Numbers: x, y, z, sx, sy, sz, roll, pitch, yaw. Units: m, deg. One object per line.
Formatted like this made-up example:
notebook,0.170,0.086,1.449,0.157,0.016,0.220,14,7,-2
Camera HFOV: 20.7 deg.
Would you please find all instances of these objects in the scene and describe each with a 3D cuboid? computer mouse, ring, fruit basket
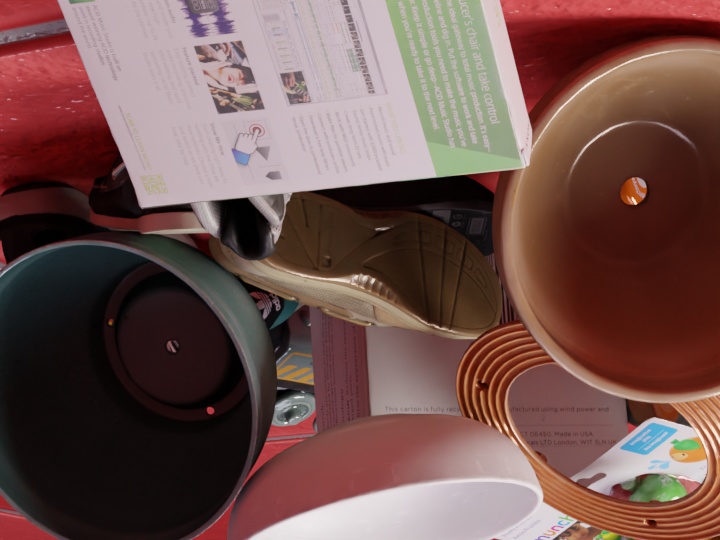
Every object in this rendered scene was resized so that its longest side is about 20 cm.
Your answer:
computer mouse,0.000,-0.055,1.249,0.200,0.046,0.141,-3,150,0
ring,0.152,0.096,1.206,0.200,0.019,0.201,19,142,16
fruit basket,0.221,0.169,1.324,0.200,0.094,0.185,13,143,-29

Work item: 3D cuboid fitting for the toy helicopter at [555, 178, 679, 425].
toy helicopter,0.155,0.024,1.234,0.079,0.132,0.200,-10,122,33

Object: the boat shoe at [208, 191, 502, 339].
boat shoe,0.000,0.000,1.235,0.200,0.072,0.065,16,159,-32

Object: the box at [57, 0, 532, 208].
box,-0.030,-0.102,0.919,0.200,0.036,0.145,-4,130,17

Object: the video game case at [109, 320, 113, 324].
video game case,-0.199,0.036,1.627,0.143,0.017,0.200,-11,163,35

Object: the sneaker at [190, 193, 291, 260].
sneaker,-0.045,-0.056,1.079,0.075,0.116,0.200,-10,162,33

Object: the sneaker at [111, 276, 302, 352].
sneaker,-0.129,0.035,1.470,0.200,0.071,0.080,-22,-170,39

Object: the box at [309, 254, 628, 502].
box,0.076,0.078,1.427,0.199,0.200,0.131,1,166,-17

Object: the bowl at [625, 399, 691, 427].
bowl,0.277,0.037,1.405,0.200,0.105,0.201,-11,-172,2

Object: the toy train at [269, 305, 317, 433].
toy train,-0.046,0.073,1.632,0.200,0.085,0.114,14,133,-40

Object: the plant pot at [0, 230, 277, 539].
plant pot,-0.137,0.061,1.249,0.200,0.201,0.134,-6,-167,19

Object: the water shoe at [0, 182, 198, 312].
water shoe,-0.183,-0.001,1.360,0.071,0.079,0.200,-9,163,30

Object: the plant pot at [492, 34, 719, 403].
plant pot,0.165,-0.036,1.095,0.200,0.201,0.093,2,-165,-10

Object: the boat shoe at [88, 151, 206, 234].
boat shoe,-0.120,-0.056,1.192,0.072,0.068,0.200,-5,-177,-20

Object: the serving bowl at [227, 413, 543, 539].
serving bowl,0.011,0.135,1.233,0.200,0.066,0.200,-10,158,-4
